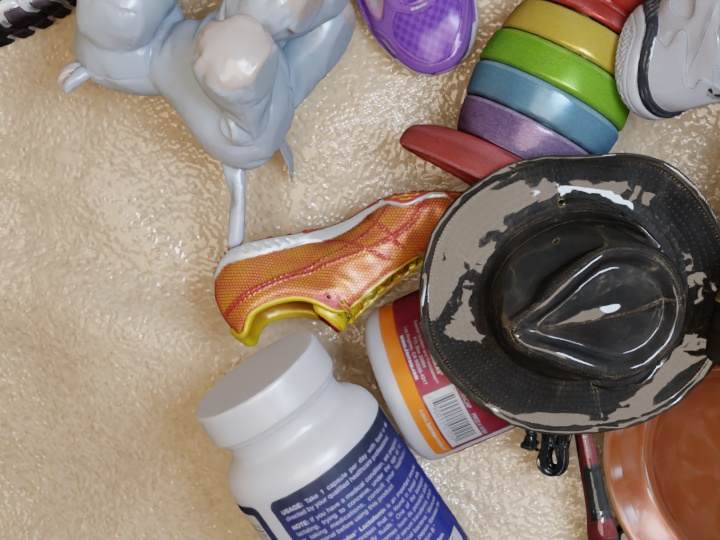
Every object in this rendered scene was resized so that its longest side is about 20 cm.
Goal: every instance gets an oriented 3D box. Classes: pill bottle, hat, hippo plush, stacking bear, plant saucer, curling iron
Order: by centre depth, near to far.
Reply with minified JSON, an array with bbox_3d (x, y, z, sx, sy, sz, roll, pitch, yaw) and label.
[{"bbox_3d":[0.135,0.024,0.940,0.199,0.081,0.202,0,105,1],"label":"hat"},{"bbox_3d":[0.134,-0.140,1.018,0.121,0.114,0.201,26,91,-38],"label":"stacking bear"},{"bbox_3d":[0.251,0.142,1.021,0.200,0.032,0.201,19,120,37],"label":"plant saucer"},{"bbox_3d":[-0.017,0.147,1.030,0.115,0.116,0.201,-30,105,12],"label":"pill bottle"},{"bbox_3d":[-0.105,-0.159,1.038,0.160,0.200,0.160,28,58,13],"label":"hippo plush"},{"bbox_3d":[0.112,0.041,1.048,0.199,0.113,0.113,-24,95,10],"label":"pill bottle"},{"bbox_3d":[0.161,0.186,1.090,0.049,0.026,0.201,-15,98,33],"label":"curling iron"}]

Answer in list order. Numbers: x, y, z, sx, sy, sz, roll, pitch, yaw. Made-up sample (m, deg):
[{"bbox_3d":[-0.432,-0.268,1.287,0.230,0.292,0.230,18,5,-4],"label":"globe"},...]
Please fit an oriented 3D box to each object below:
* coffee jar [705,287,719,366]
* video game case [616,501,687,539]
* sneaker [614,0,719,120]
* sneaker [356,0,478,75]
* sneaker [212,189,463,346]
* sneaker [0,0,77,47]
[{"bbox_3d":[0.280,-0.022,0.914,0.104,0.085,0.201,19,94,-1],"label":"coffee jar"},{"bbox_3d":[0.247,0.262,1.110,0.180,0.026,0.200,-34,92,12],"label":"video game case"},{"bbox_3d":[0.232,-0.187,0.947,0.075,0.115,0.201,21,83,-36],"label":"sneaker"},{"bbox_3d":[0.020,-0.225,1.029,0.080,0.088,0.201,-17,98,9],"label":"sneaker"},{"bbox_3d":[0.000,0.000,1.063,0.199,0.073,0.078,-21,72,4],"label":"sneaker"},{"bbox_3d":[-0.228,-0.236,1.077,0.199,0.076,0.116,-28,90,1],"label":"sneaker"}]
